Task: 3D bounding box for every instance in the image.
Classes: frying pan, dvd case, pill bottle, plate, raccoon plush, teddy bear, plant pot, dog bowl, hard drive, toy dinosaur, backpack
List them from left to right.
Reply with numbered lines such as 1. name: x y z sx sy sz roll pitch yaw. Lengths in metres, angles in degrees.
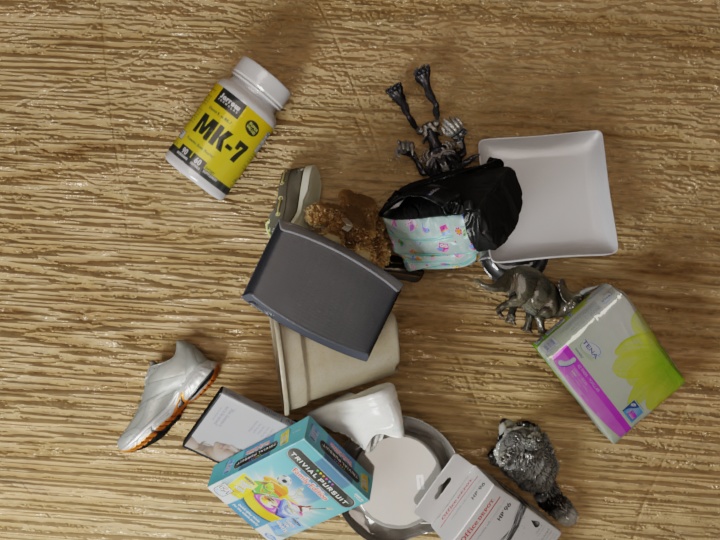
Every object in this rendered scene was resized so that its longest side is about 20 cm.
1. pill bottle: -0.203 -0.222 1.332 0.114 0.114 0.201 36 90 3
2. dvd case: -0.151 0.261 1.279 0.198 0.018 0.143 29 125 -15
3. hard drive: -0.050 0.029 1.176 0.198 0.042 0.137 27 88 -8
4. plant pot: -0.040 0.104 1.289 0.180 0.200 0.204 -7 88 -8
5. teddy bear: -0.018 -0.048 1.286 0.143 0.201 0.068 12 121 -17
6. dog bowl: 0.058 0.323 1.330 0.196 0.059 0.204 0 89 3
7. backpack: 0.125 -0.075 1.258 0.198 0.167 0.128 -7 111 37
8. frying pan: 0.207 -0.041 1.350 0.187 0.031 0.117 12 88 1
9. toy dinosaur: 0.260 0.038 1.317 0.197 0.077 0.104 24 84 -7
10. raccoon plush: 0.274 0.300 1.280 0.199 0.134 0.097 40 90 4
11. plate: 0.287 -0.112 1.327 0.196 0.032 0.204 -4 75 1

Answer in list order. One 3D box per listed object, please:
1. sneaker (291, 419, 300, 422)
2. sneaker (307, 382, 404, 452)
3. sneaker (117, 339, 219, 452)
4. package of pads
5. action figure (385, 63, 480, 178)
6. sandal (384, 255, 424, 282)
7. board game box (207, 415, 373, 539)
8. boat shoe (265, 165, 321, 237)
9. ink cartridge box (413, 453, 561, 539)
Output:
1. sneaker: -0.129 0.275 1.341 0.198 0.067 0.091 24 129 -14
2. sneaker: -0.008 0.228 1.274 0.075 0.199 0.090 -24 91 -37
3. sneaker: -0.318 0.197 1.354 0.092 0.076 0.200 43 83 11
4. package of pads: 0.376 0.137 1.285 0.154 0.068 0.200 -41 109 2
5. action figure: 0.107 -0.205 1.321 0.117 0.102 0.203 -25 87 15
6. sandal: 0.000 0.000 1.345 0.196 0.082 0.055 9 111 -4
7. board game box: -0.105 0.314 1.269 0.198 0.047 0.151 -31 116 27
8. boat shoe: -0.110 -0.074 1.319 0.059 0.072 0.204 1 58 19
9. ink cartridge box: 0.189 0.376 1.277 0.199 0.068 0.117 37 89 -23
